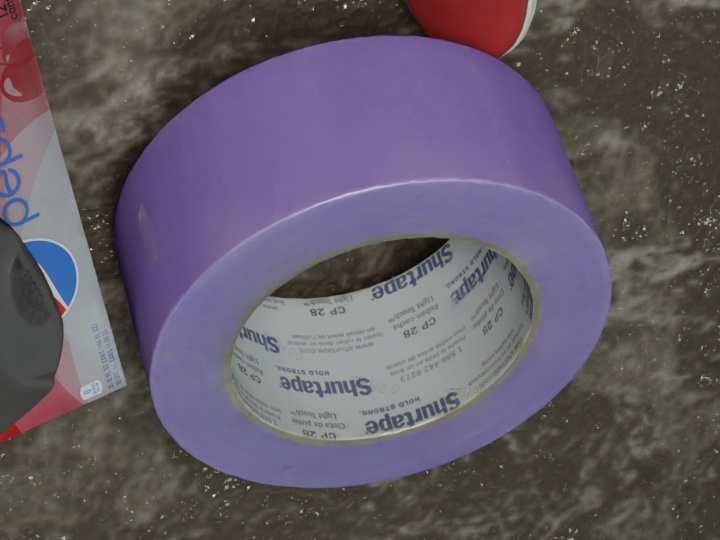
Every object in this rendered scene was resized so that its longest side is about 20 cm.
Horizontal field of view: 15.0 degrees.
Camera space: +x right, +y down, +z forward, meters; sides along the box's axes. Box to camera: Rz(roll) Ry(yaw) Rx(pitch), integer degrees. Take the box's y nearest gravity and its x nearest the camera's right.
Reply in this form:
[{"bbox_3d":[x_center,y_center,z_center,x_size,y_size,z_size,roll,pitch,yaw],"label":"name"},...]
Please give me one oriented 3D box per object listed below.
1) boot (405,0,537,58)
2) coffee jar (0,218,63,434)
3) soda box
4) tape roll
[{"bbox_3d":[0.021,-0.134,1.088,0.072,0.144,0.200,3,135,17],"label":"boot"},{"bbox_3d":[-0.195,-0.018,1.007,0.085,0.200,0.104,-40,143,-14],"label":"coffee jar"},{"bbox_3d":[-0.156,-0.033,1.109,0.063,0.070,0.200,-24,126,-17],"label":"soda box"},{"bbox_3d":[0.000,0.000,1.160,0.199,0.085,0.200,-10,140,-9],"label":"tape roll"}]
